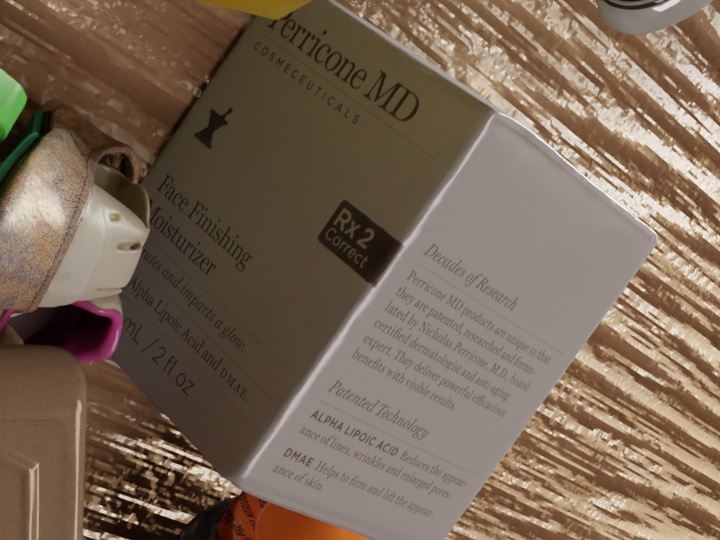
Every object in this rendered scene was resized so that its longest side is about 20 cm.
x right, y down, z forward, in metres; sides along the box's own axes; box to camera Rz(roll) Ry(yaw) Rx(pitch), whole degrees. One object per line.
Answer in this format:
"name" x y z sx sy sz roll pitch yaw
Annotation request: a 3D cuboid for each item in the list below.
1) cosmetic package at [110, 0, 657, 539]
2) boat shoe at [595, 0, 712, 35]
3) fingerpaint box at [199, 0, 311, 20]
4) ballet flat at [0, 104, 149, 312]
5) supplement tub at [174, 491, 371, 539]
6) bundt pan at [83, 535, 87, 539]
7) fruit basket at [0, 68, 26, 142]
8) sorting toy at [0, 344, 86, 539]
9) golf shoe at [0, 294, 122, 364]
"cosmetic package" 0.000 0.000 0.869 0.165 0.165 0.201 29 97 -50
"boat shoe" 0.189 -0.215 0.963 0.200 0.071 0.064 -51 142 -13
"fingerpaint box" -0.091 -0.194 0.637 0.073 0.168 0.199 -22 161 41
"ballet flat" -0.117 -0.024 0.723 0.067 0.200 0.068 28 107 -10
"supplement tub" -0.068 0.203 0.951 0.122 0.123 0.200 -5 144 -41
"bundt pan" -0.215 0.184 0.875 0.201 0.076 0.203 -24 134 -28
"fruit basket" -0.217 -0.105 0.635 0.215 0.155 0.217 31 54 -55
"sorting toy" -0.210 0.128 0.754 0.184 0.036 0.202 1 102 -10
"golf shoe" -0.194 0.039 0.775 0.199 0.091 0.076 -31 138 -19
